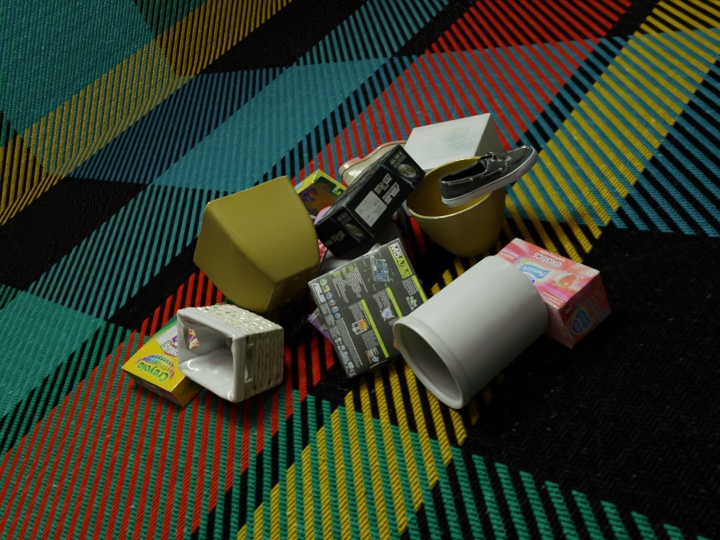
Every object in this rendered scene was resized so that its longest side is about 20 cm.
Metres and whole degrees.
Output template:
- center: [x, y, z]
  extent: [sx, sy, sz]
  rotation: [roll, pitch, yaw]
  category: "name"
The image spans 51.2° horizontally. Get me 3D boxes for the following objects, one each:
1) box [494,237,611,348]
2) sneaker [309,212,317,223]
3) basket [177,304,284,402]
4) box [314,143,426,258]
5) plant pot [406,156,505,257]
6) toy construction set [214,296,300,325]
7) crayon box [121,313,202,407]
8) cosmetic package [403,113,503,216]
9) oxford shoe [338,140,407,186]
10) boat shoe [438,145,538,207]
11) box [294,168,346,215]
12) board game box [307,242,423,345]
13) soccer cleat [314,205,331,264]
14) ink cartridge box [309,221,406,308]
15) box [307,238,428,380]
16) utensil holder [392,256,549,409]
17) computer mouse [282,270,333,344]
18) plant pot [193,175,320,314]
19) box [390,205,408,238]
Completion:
- center: [0.308, 0.034, 1.276]
  extent: [0.102, 0.095, 0.200]
  rotation: [-38, 34, -15]
  category: "box"
- center: [-0.144, -0.093, 1.720]
  extent: [0.071, 0.200, 0.083]
  rotation: [-18, 62, 32]
  category: "sneaker"
- center: [-0.249, 0.149, 1.444]
  extent: [0.199, 0.137, 0.123]
  rotation: [17, 20, 42]
  category: "basket"
- center: [0.015, -0.138, 1.516]
  extent: [0.200, 0.086, 0.164]
  rotation: [-51, 13, -30]
  category: "box"
- center: [0.209, -0.113, 1.506]
  extent: [0.199, 0.142, 0.201]
  rotation: [-19, 34, 13]
  category: "plant pot"
- center: [-0.231, 0.079, 1.597]
  extent: [0.199, 0.093, 0.131]
  rotation: [-8, 27, 28]
  category: "toy construction set"
- center: [-0.385, 0.185, 1.598]
  extent: [0.199, 0.058, 0.173]
  rotation: [11, 49, 43]
  category: "crayon box"
- center: [0.201, -0.242, 1.710]
  extent: [0.198, 0.123, 0.200]
  rotation: [-6, 37, 29]
  category: "cosmetic package"
- center: [0.047, -0.265, 1.920]
  extent: [0.199, 0.071, 0.074]
  rotation: [-27, 58, 0]
  category: "oxford shoe"
- center: [0.238, -0.186, 1.401]
  extent: [0.199, 0.057, 0.069]
  rotation: [-29, 33, -2]
  category: "boat shoe"
- center: [-0.098, -0.163, 1.746]
  extent: [0.200, 0.117, 0.049]
  rotation: [-25, 40, 51]
  category: "box"
- center: [0.009, 0.059, 1.415]
  extent: [0.120, 0.032, 0.200]
  rotation: [41, 87, 13]
  category: "board game box"
- center: [-0.086, -0.058, 1.666]
  extent: [0.076, 0.067, 0.201]
  rotation: [-22, 43, 54]
  category: "soccer cleat"
- center: [0.000, 0.000, 1.554]
  extent: [0.145, 0.083, 0.201]
  rotation: [-8, 38, 27]
  category: "ink cartridge box"
- center: [0.028, 0.071, 1.371]
  extent: [0.192, 0.048, 0.201]
  rotation: [-26, 73, 1]
  category: "box"
- center: [0.181, 0.096, 1.218]
  extent: [0.200, 0.171, 0.170]
  rotation: [-36, 34, -17]
  category: "utensil holder"
- center: [-0.096, 0.076, 1.487]
  extent: [0.200, 0.034, 0.059]
  rotation: [-50, 39, 31]
  category: "computer mouse"
- center: [-0.189, -0.032, 1.504]
  extent: [0.195, 0.195, 0.200]
  rotation: [-26, 67, -35]
  category: "plant pot"
- center: [0.024, -0.119, 1.734]
  extent: [0.158, 0.046, 0.201]
  rotation: [-20, 33, 13]
  category: "box"
